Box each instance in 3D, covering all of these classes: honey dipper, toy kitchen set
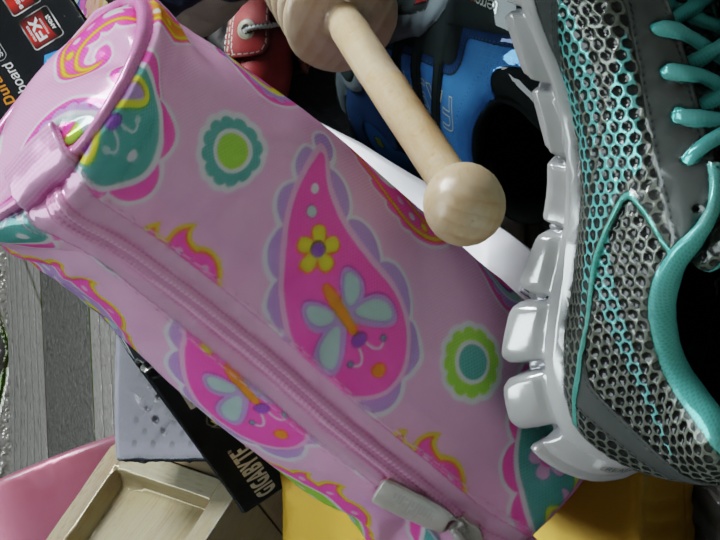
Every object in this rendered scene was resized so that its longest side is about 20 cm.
[{"bbox_3d":[0.005,-0.055,0.792,0.200,0.038,0.038,-116,26,-61],"label":"honey dipper"},{"bbox_3d":[0.002,0.143,1.138,0.163,0.181,0.200,14,150,40],"label":"toy kitchen set"}]

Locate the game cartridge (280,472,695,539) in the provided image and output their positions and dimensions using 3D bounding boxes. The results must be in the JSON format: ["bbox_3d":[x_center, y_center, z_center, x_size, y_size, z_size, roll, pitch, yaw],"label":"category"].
[{"bbox_3d":[0.041,0.152,0.850,0.176,0.032,0.201,-2,89,50],"label":"game cartridge"}]

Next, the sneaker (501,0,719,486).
[{"bbox_3d":[0.089,-0.035,0.703,0.091,0.077,0.201,20,116,58],"label":"sneaker"}]

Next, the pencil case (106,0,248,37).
[{"bbox_3d":[-0.020,-0.151,0.905,0.200,0.089,0.078,-31,86,38],"label":"pencil case"}]

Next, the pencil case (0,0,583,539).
[{"bbox_3d":[-0.017,0.011,0.754,0.087,0.200,0.088,-39,25,22],"label":"pencil case"}]

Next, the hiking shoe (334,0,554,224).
[{"bbox_3d":[0.038,-0.052,0.874,0.200,0.074,0.087,124,142,-69],"label":"hiking shoe"}]

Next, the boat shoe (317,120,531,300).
[{"bbox_3d":[0.000,0.000,0.906,0.066,0.072,0.200,-53,41,-4],"label":"boat shoe"}]

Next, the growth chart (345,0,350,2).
[{"bbox_3d":[0.039,-0.131,0.741,0.145,0.018,0.200,-50,6,8],"label":"growth chart"}]

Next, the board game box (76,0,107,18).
[{"bbox_3d":[-0.089,-0.143,1.068,0.135,0.029,0.201,-177,94,-74],"label":"board game box"}]

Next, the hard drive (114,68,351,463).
[{"bbox_3d":[-0.032,-0.020,1.075,0.042,0.134,0.201,22,-111,-56],"label":"hard drive"}]

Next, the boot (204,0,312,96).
[{"bbox_3d":[-0.013,-0.146,0.997,0.200,0.072,0.145,143,134,-58],"label":"boot"}]

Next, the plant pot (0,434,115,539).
[{"bbox_3d":[-0.111,0.186,1.381,0.200,0.199,0.180,128,122,-71],"label":"plant pot"}]

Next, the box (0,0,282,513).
[{"bbox_3d":[-0.085,-0.030,0.901,0.200,0.046,0.159,56,176,22],"label":"box"}]
